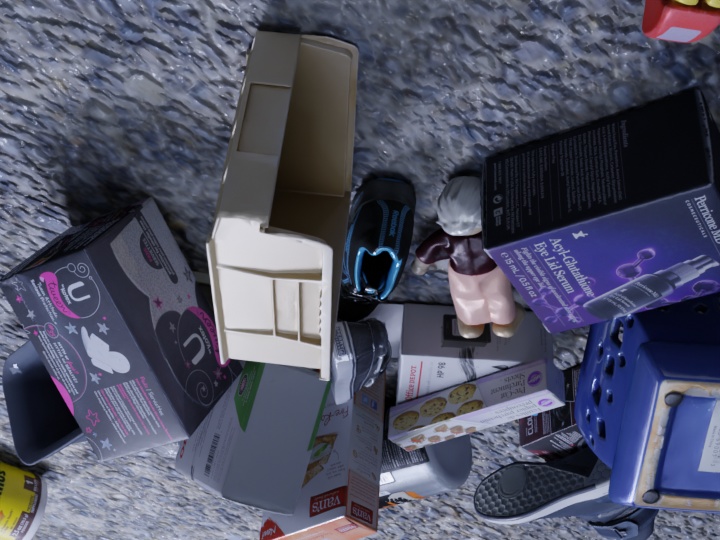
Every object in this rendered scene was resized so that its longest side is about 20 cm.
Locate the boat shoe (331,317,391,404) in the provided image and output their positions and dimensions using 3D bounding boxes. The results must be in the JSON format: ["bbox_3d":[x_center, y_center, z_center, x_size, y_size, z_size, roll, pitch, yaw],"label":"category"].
[{"bbox_3d":[-0.001,0.089,1.153,0.067,0.072,0.200,-12,163,-6],"label":"boat shoe"}]

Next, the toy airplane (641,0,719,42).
[{"bbox_3d":[0.231,-0.228,0.673,0.199,0.142,0.199,-20,138,30],"label":"toy airplane"}]

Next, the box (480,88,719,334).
[{"bbox_3d":[0.223,-0.045,0.961,0.199,0.105,0.148,-17,139,28],"label":"box"}]

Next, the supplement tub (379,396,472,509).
[{"bbox_3d":[0.023,0.221,1.335,0.199,0.123,0.122,-20,138,31],"label":"supplement tub"}]

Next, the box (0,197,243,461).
[{"bbox_3d":[-0.219,0.054,1.056,0.114,0.132,0.201,-16,109,27],"label":"box"}]

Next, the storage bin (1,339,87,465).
[{"bbox_3d":[-0.283,0.115,1.226,0.134,0.147,0.199,1,156,-47],"label":"storage bin"}]

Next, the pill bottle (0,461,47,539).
[{"bbox_3d":[-0.535,0.301,1.514,0.199,0.110,0.109,29,138,-31],"label":"pill bottle"}]

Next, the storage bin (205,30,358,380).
[{"bbox_3d":[-0.057,-0.053,0.896,0.093,0.201,0.199,6,145,1],"label":"storage bin"}]

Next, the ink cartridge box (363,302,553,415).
[{"bbox_3d":[0.100,0.096,1.201,0.198,0.067,0.116,3,145,1],"label":"ink cartridge box"}]

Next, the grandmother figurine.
[{"bbox_3d":[0.107,-0.012,1.062,0.120,0.061,0.201,-8,140,6],"label":"grandmother figurine"}]

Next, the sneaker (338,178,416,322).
[{"bbox_3d":[0.000,0.000,1.064,0.073,0.082,0.201,9,145,-7],"label":"sneaker"}]

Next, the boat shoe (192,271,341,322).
[{"bbox_3d":[-0.115,0.047,1.160,0.200,0.061,0.072,7,145,-3],"label":"boat shoe"}]

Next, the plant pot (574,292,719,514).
[{"bbox_3d":[0.322,0.114,1.051,0.198,0.180,0.202,5,118,0],"label":"plant pot"}]

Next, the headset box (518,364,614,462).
[{"bbox_3d":[0.288,0.171,1.279,0.148,0.078,0.199,30,138,-30],"label":"headset box"}]

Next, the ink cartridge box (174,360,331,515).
[{"bbox_3d":[-0.120,0.165,1.190,0.084,0.147,0.200,19,172,-21],"label":"ink cartridge box"}]

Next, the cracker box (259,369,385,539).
[{"bbox_3d":[-0.041,0.208,1.256,0.133,0.201,0.058,-27,135,35],"label":"cracker box"}]

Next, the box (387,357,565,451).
[{"bbox_3d":[0.118,0.142,1.171,0.199,0.042,0.039,-22,138,32],"label":"box"}]

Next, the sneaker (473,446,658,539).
[{"bbox_3d":[0.245,0.275,1.295,0.201,0.077,0.146,-19,135,29],"label":"sneaker"}]
